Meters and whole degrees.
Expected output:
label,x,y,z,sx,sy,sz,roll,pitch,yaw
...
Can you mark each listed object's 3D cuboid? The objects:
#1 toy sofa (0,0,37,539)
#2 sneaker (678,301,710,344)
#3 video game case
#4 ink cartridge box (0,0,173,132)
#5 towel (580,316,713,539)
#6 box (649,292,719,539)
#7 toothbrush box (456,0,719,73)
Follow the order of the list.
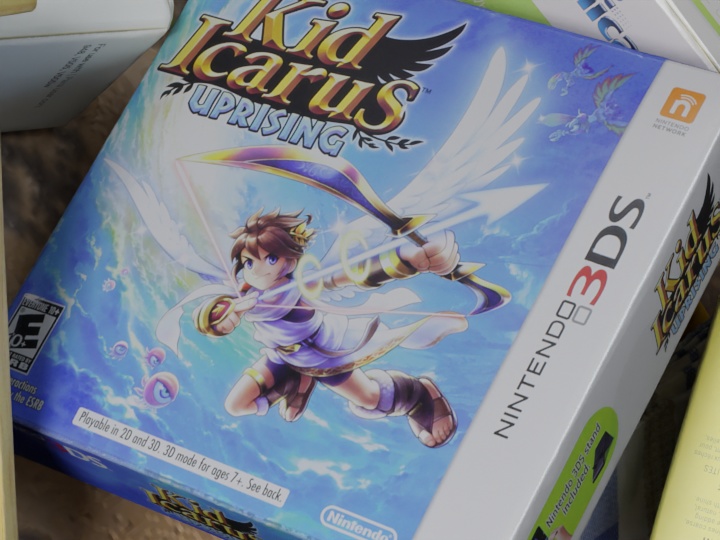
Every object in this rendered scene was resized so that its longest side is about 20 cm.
label,x,y,z,sx,sy,sz,roll,pitch,yaw
toy sofa,-0.150,0.013,0.766,0.083,0.097,0.201,-19,110,-59
sneaker,0.046,0.041,0.944,0.199,0.077,0.073,-24,83,-40
video game case,0.000,0.000,0.828,0.182,0.199,0.045,-61,149,-18
ink cartridge box,-0.176,-0.118,0.851,0.199,0.083,0.147,-7,72,-37
towel,0.120,0.089,0.966,0.200,0.024,0.148,-31,125,-41
box,0.144,0.013,0.888,0.050,0.075,0.201,16,91,11
toothbrush box,0.072,-0.090,0.945,0.086,0.200,0.146,49,48,-5
